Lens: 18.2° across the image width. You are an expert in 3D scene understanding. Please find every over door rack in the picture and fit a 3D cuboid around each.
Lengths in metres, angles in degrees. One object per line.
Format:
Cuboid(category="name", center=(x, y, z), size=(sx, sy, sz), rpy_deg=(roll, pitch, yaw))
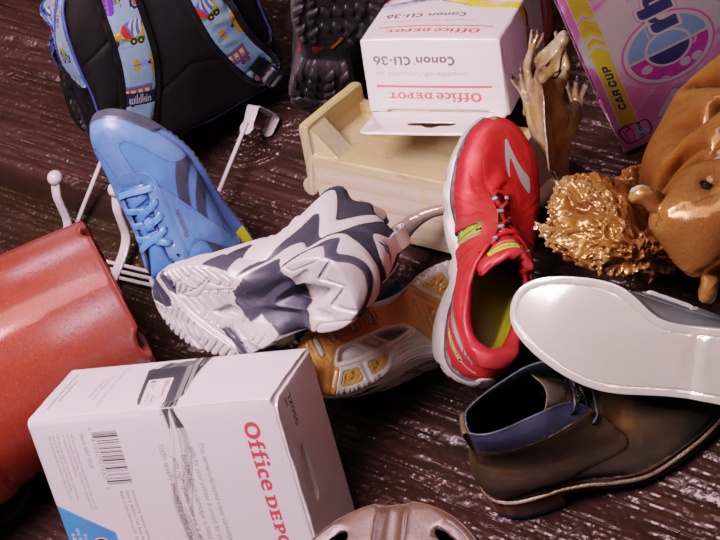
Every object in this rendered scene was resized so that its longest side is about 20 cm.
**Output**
Cuboid(category="over door rack", center=(-0.181, -0.075, 1.877), size=(0.147, 0.067, 0.201), rpy_deg=(13, 63, 32))

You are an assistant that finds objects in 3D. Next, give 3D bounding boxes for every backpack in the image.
Cuboid(category="backpack", center=(-0.176, -0.213, 1.834), size=(0.182, 0.201, 0.135), rpy_deg=(-31, 41, -13))

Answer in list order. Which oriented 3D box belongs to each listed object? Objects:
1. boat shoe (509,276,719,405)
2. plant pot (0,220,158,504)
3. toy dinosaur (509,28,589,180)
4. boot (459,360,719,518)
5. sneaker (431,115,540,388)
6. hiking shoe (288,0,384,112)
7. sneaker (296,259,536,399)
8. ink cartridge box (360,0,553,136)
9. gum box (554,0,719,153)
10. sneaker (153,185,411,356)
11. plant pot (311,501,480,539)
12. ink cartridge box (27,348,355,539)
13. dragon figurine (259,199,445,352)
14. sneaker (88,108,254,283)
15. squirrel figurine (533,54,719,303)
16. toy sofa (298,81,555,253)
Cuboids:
Cuboid(category="boat shoe", center=(0.201, 0.051, 1.543), size=(0.199, 0.062, 0.073), rpy_deg=(14, 95, 13))
Cuboid(category="plant pot", center=(-0.266, 0.071, 1.744), size=(0.195, 0.201, 0.201), rpy_deg=(-28, 48, -4))
Cuboid(category="toy dinosaur", center=(0.141, -0.107, 1.656), size=(0.058, 0.201, 0.101), rpy_deg=(-7, 43, 10))
Cuboid(category="boot", center=(0.164, 0.101, 1.556), size=(0.199, 0.097, 0.075), rpy_deg=(-26, 48, 7))
Cuboid(category="sneaker", center=(0.102, -0.016, 1.611), size=(0.077, 0.085, 0.201), rpy_deg=(7, 79, -15))
Cuboid(category="hiking shoe", center=(-0.025, -0.224, 1.829), size=(0.075, 0.200, 0.101), rpy_deg=(6, 50, -11))
Cuboid(category="sneaker", center=(0.040, 0.043, 1.677), size=(0.199, 0.088, 0.076), rpy_deg=(-15, 81, -11))
Cuboid(category="ink cartridge box", center=(0.073, -0.177, 1.762), size=(0.116, 0.068, 0.200), rpy_deg=(1, 31, 18))
Cuboid(category="gum box", center=(0.212, -0.192, 1.674), size=(0.113, 0.200, 0.066), rpy_deg=(-26, 49, 6))
Cuboid(category="sneaker", center=(-0.049, -0.004, 1.646), size=(0.198, 0.080, 0.129), rpy_deg=(-16, 15, 40))
Cuboid(category="plant pot", center=(0.045, 0.259, 1.436), size=(0.199, 0.198, 0.201), rpy_deg=(-14, 52, 18))
Cuboid(category="ink cartridge box", center=(-0.119, 0.144, 1.627), size=(0.199, 0.145, 0.084), rpy_deg=(-6, 24, 23))
Cuboid(category="dragon figurine", center=(0.000, 0.000, 1.729), size=(0.199, 0.100, 0.059), rpy_deg=(-26, 63, -4))
Cuboid(category="sneaker", center=(-0.150, -0.039, 1.748), size=(0.066, 0.200, 0.079), rpy_deg=(-7, 44, 36))
Cuboid(category="squirrel figurine", center=(0.228, -0.040, 1.568), size=(0.199, 0.142, 0.187), rpy_deg=(-28, 13, 28))
Cuboid(category="toy sofa", center=(0.056, -0.076, 1.762), size=(0.199, 0.098, 0.083), rpy_deg=(12, 39, 33))
